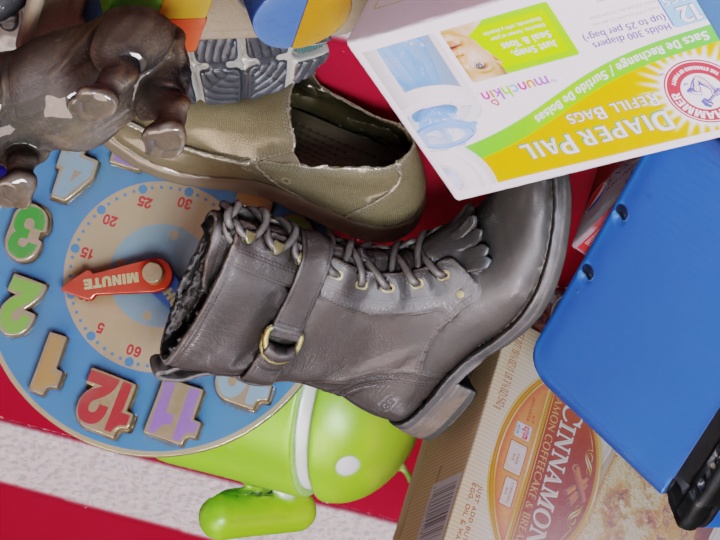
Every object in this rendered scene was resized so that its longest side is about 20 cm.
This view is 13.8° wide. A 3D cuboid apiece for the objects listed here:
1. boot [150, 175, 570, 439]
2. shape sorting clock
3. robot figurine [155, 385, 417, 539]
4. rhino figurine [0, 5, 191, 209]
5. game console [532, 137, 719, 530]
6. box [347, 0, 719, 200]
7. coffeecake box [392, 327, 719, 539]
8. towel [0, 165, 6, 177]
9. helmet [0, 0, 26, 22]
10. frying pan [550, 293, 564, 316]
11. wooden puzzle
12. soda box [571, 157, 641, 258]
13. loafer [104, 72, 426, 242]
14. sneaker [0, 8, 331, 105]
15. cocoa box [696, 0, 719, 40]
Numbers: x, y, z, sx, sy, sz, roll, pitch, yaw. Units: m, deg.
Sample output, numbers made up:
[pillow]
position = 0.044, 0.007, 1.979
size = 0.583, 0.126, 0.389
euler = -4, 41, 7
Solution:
[boot]
position = 0.000, 0.000, 1.561
size = 0.174, 0.069, 0.200
euler = 20, 115, -25
[shape sorting clock]
position = -0.111, 0.003, 1.639
size = 0.199, 0.201, 0.039
euler = 21, 177, 6
[robot figurine]
position = -0.052, 0.066, 1.721
size = 0.199, 0.116, 0.176
euler = 13, 107, 17
[rhino figurine]
position = -0.167, -0.074, 1.436
size = 0.199, 0.088, 0.060
euler = -15, 126, 23
[game console]
position = 0.210, 0.028, 1.513
size = 0.170, 0.119, 0.200
euler = 2, 138, -25
[box]
position = 0.114, -0.123, 1.444
size = 0.200, 0.102, 0.113
euler = -13, 126, 37
[coffeecake box]
position = 0.128, 0.143, 1.652
size = 0.200, 0.154, 0.073
euler = 28, 151, -19
[towel]
position = -0.240, -0.130, 1.662
size = 0.147, 0.050, 0.200
euler = -3, 132, 29
[helmet]
position = -0.223, -0.206, 1.461
size = 0.199, 0.191, 0.200
euler = 15, 139, 13
[frying pan]
position = 0.164, 0.055, 1.663
size = 0.115, 0.031, 0.190
euler = 15, 153, 15
[wooden puzzle]
position = -0.057, -0.165, 1.443
size = 0.199, 0.046, 0.185
euler = -8, 146, -24
[soda box]
position = 0.212, 0.004, 1.553
size = 0.200, 0.070, 0.063
euler = 35, 134, -11
[loafer]
position = -0.053, -0.081, 1.605
size = 0.199, 0.076, 0.068
euler = 17, 139, -5
[sneaker]
position = -0.114, -0.139, 1.570
size = 0.199, 0.080, 0.078
euler = 3, 123, -2
[cocoa box]
position = 0.247, -0.129, 1.344
size = 0.131, 0.134, 0.200
euler = -11, 128, 36
